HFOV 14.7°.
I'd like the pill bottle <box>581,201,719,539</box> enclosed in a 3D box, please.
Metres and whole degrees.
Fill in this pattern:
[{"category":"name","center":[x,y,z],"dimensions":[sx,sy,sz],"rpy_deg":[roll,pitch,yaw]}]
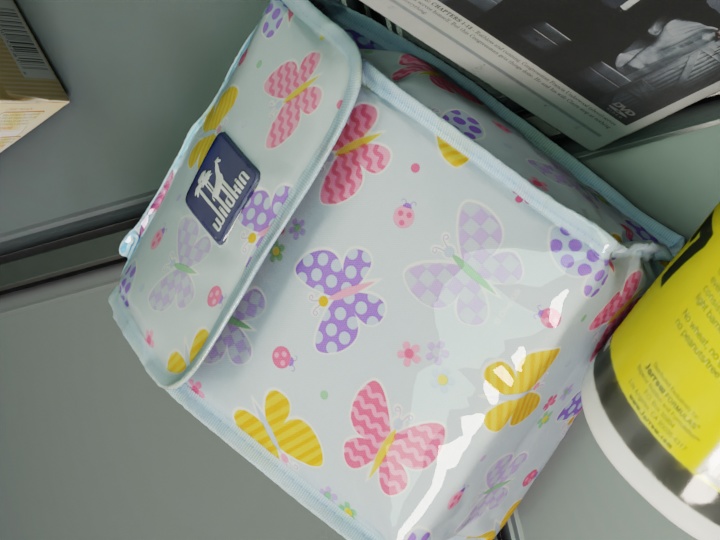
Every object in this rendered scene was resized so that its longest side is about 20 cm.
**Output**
[{"category":"pill bottle","center":[0.183,0.005,1.059],"dimensions":[0.114,0.114,0.200],"rpy_deg":[44,117,14]}]

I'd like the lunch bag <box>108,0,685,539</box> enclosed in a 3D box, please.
[{"category":"lunch bag","center":[0.000,0.000,1.143],"dimensions":[0.200,0.127,0.170],"rpy_deg":[39,105,22]}]

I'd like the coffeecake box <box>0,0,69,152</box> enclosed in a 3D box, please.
[{"category":"coffeecake box","center":[-0.257,-0.087,1.262],"dimensions":[0.200,0.073,0.154],"rpy_deg":[-33,81,19]}]

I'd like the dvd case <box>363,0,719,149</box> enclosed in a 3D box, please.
[{"category":"dvd case","center":[0.114,-0.121,1.050],"dimensions":[0.200,0.150,0.025],"rpy_deg":[-25,48,39]}]
